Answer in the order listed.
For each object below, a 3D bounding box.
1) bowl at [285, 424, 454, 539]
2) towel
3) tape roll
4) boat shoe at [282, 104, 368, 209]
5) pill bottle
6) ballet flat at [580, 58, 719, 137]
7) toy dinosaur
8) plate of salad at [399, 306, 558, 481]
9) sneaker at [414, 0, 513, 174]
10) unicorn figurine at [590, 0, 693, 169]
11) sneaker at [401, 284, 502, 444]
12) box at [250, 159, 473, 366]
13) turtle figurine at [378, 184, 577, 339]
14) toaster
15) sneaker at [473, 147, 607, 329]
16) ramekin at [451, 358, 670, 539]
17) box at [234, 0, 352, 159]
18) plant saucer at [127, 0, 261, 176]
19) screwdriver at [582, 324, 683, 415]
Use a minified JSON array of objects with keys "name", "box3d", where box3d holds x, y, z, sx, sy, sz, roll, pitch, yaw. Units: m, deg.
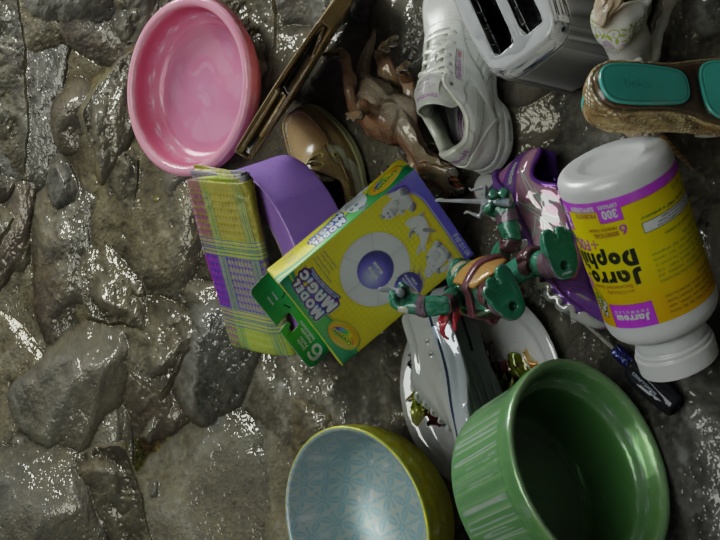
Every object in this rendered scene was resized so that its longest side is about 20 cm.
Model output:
[{"name":"bowl","box3d":[0.030,0.245,1.626,0.199,0.107,0.202,8,102,44]},{"name":"towel","box3d":[-0.123,-0.012,1.683,0.143,0.023,0.202,7,114,59]},{"name":"tape roll","box3d":[-0.081,-0.015,1.696,0.200,0.065,0.202,41,142,43]},{"name":"boat shoe","box3d":[-0.034,-0.092,1.708,0.074,0.066,0.201,-43,64,31]},{"name":"pill bottle","box3d":[0.248,-0.007,1.415,0.104,0.104,0.202,-7,113,39]},{"name":"ballet flat","box3d":[0.279,-0.145,1.397,0.065,0.198,0.071,126,147,-64]},{"name":"toy dinosaur","box3d":[0.025,-0.155,1.656,0.085,0.136,0.201,-23,45,-2]},{"name":"plate of salad","box3d":[0.111,0.117,1.602,0.199,0.048,0.202,1,92,40]},{"name":"sneaker","box3d":[0.093,-0.194,1.580,0.075,0.099,0.202,-22,75,39]},{"name":"unicorn figurine","box3d":[0.247,-0.203,1.442,0.073,0.200,0.138,12,71,44]},{"name":"sneaker","box3d":[0.090,0.117,1.554,0.071,0.073,0.202,-31,59,34]},{"name":"box","box3d":[0.000,0.000,1.590,0.200,0.118,0.048,-39,25,-3]},{"name":"turtle figurine","box3d":[0.109,-0.001,1.475,0.150,0.101,0.200,-54,22,-13]},{"name":"toaster","box3d":[0.163,-0.246,1.501,0.113,0.129,0.202,-33,71,36]},{"name":"sneaker","box3d":[0.190,-0.037,1.518,0.088,0.080,0.201,-44,63,23]},{"name":"ramekin","box3d":[0.175,0.190,1.458,0.097,0.199,0.202,-32,70,43]},{"name":"box","box3d":[-0.058,-0.212,1.658,0.021,0.200,0.164,32,115,-4]},{"name":"plant saucer","box3d":[-0.182,-0.207,1.840,0.199,0.051,0.203,1,91,41]},{"name":"screwdriver","box3d":[0.226,0.061,1.514,0.200,0.028,0.029,48,147,25]}]
